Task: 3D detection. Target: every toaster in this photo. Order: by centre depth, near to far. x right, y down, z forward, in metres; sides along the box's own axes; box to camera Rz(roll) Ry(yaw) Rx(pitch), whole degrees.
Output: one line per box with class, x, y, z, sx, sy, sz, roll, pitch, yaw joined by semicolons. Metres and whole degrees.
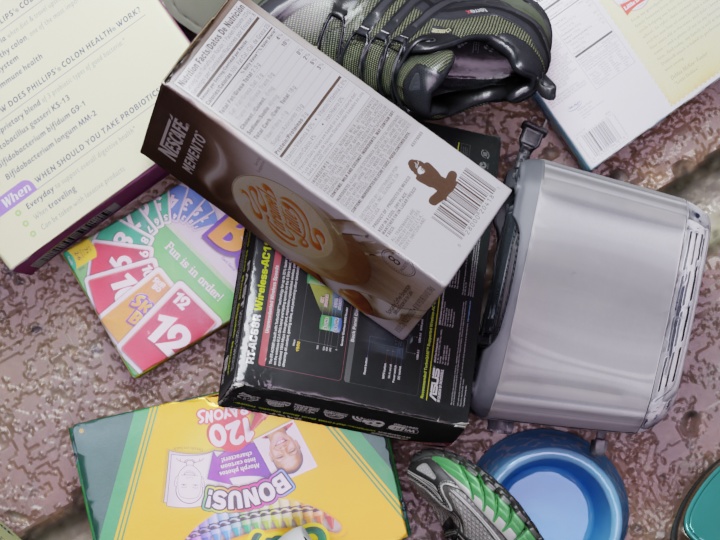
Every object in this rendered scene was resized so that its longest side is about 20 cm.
toaster;0.143;0.014;1.423;0.128;0.114;0.201;12;86;-4

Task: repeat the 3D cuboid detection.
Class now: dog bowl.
dog bowl;0.105;0.202;1.445;0.111;0.050;0.201;22;89;0

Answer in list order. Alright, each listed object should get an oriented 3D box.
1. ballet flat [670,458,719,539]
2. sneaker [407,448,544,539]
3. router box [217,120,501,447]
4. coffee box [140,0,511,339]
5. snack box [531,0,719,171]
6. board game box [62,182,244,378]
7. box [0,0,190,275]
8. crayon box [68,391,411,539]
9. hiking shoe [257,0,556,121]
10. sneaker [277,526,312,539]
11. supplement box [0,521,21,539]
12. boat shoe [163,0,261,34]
ballet flat;0.216;0.194;1.427;0.068;0.069;0.200;34;51;3
sneaker;0.085;0.199;1.382;0.085;0.078;0.201;-32;89;-1
router box;0.000;0.000;1.401;0.149;0.062;0.201;12;70;-11
coffee box;-0.024;-0.060;1.320;0.199;0.114;0.080;36;68;1
snack box;0.196;-0.169;1.465;0.199;0.037;0.117;-35;90;-2
board game box;-0.086;-0.020;1.463;0.199;0.030;0.096;-31;88;-4
box;-0.205;-0.128;1.429;0.176;0.097;0.200;-36;90;-2
crayon box;-0.077;0.135;1.440;0.199;0.058;0.120;-13;87;-2
hiking shoe;0.023;-0.137;1.379;0.198;0.101;0.076;-1;117;0
sneaker;-0.062;0.242;1.368;0.146;0.200;0.081;-40;73;-9
supplement box;-0.264;0.266;1.395;0.200;0.134;0.200;42;88;1
boat shoe;-0.028;-0.179;1.454;0.200;0.061;0.072;7;118;1
